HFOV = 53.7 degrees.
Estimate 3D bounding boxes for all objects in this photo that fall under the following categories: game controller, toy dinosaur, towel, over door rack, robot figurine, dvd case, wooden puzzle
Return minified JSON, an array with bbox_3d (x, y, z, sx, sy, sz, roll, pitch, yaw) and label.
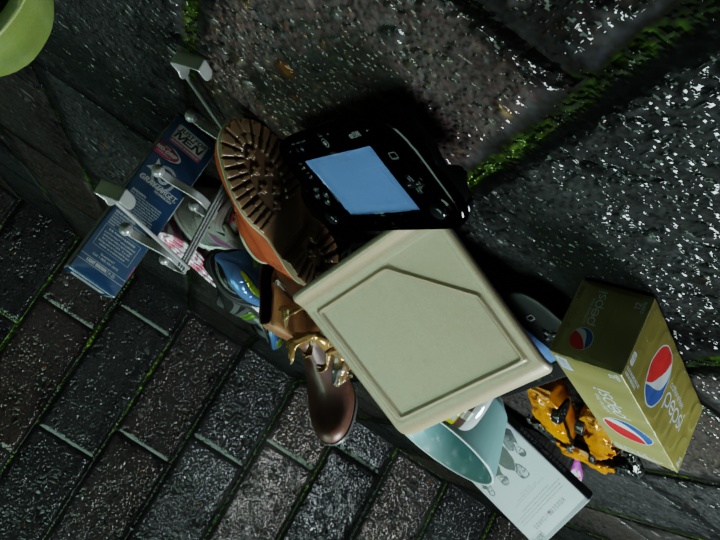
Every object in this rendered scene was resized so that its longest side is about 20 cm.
[{"bbox_3d":[0.148,0.073,0.701,0.103,0.043,0.200,32,153,-6],"label":"game controller"},{"bbox_3d":[-0.031,0.051,0.770,0.202,0.104,0.061,102,154,-48],"label":"toy dinosaur"},{"bbox_3d":[-0.210,-0.044,1.008,0.200,0.030,0.148,45,-160,-39],"label":"towel"},{"bbox_3d":[-0.182,-0.099,0.687,0.065,0.150,0.201,22,164,10],"label":"over door rack"},{"bbox_3d":[0.260,0.176,0.822,0.143,0.059,0.201,23,161,34],"label":"robot figurine"},{"bbox_3d":[0.247,0.323,1.126,0.200,0.025,0.152,43,130,18],"label":"dvd case"},{"bbox_3d":[0.004,-0.074,0.558,0.104,0.043,0.199,39,163,-25],"label":"game controller"},{"bbox_3d":[0.056,0.054,0.678,0.183,0.037,0.201,-32,105,34],"label":"wooden puzzle"}]

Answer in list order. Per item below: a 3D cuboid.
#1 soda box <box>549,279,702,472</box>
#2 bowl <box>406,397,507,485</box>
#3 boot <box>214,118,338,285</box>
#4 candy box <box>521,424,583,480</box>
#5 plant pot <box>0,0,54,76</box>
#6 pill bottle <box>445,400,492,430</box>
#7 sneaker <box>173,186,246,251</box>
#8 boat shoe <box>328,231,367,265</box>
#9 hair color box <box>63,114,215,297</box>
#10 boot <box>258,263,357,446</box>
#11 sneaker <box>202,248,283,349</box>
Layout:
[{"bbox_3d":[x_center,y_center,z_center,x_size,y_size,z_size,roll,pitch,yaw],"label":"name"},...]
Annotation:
[{"bbox_3d":[0.231,0.094,0.602,0.063,0.069,0.200,17,158,43],"label":"soda box"},{"bbox_3d":[0.139,0.213,1.059,0.199,0.106,0.202,34,158,16],"label":"bowl"},{"bbox_3d":[-0.106,-0.068,0.724,0.106,0.075,0.202,20,147,41],"label":"boot"},{"bbox_3d":[0.270,0.307,1.203,0.197,0.062,0.137,24,161,31],"label":"candy box"},{"bbox_3d":[-0.315,-0.228,0.532,0.198,0.202,0.190,34,178,-10],"label":"plant pot"},{"bbox_3d":[0.070,0.095,0.851,0.197,0.111,0.109,31,165,5],"label":"pill bottle"},{"bbox_3d":[-0.153,-0.063,0.888,0.196,0.083,0.089,19,161,15],"label":"sneaker"},{"bbox_3d":[0.000,0.000,0.785,0.199,0.071,0.069,40,141,18],"label":"boat shoe"},{"bbox_3d":[-0.247,-0.070,0.800,0.060,0.203,0.099,36,165,-21],"label":"hair color box"},{"bbox_3d":[-0.062,0.094,0.852,0.067,0.193,0.201,-4,153,19],"label":"boot"},{"bbox_3d":[-0.134,0.032,0.893,0.081,0.072,0.201,17,155,26],"label":"sneaker"}]
